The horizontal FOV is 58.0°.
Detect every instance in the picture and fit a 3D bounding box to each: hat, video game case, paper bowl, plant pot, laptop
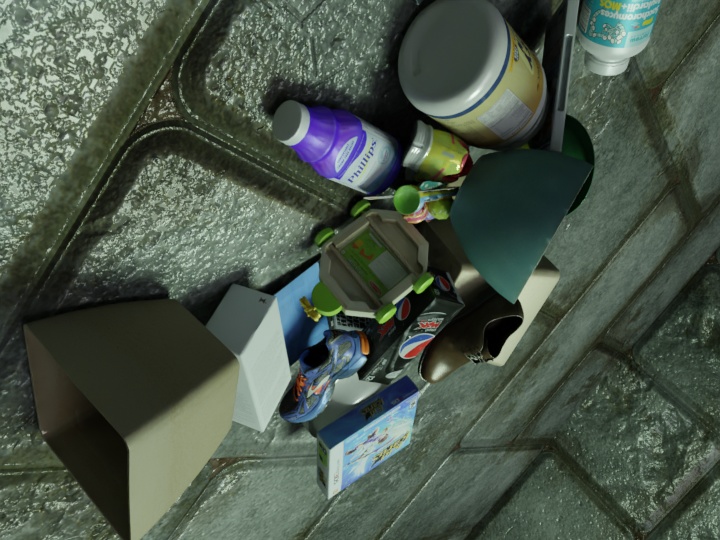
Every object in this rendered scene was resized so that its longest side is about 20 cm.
[{"bbox_3d":[0.253,-0.162,1.021,0.173,0.202,0.168,-1,132,-30],"label":"hat"},{"bbox_3d":[0.012,0.301,1.167,0.197,0.045,0.183,-27,144,-26],"label":"video game case"},{"bbox_3d":[-0.020,0.228,1.189,0.198,0.104,0.203,-29,145,-23],"label":"paper bowl"},{"bbox_3d":[0.197,-0.079,0.859,0.202,0.133,0.201,-54,166,-21],"label":"plant pot"},{"bbox_3d":[0.172,0.018,1.092,0.174,0.201,0.202,6,123,-34],"label":"plant pot"},{"bbox_3d":[0.270,-0.260,0.911,0.143,0.018,0.205,-41,137,-84],"label":"video game case"},{"bbox_3d":[-0.254,0.153,0.769,0.176,0.199,0.203,-29,146,-42],"label":"plant pot"},{"bbox_3d":[-0.035,0.081,0.997,0.189,0.195,0.118,85,16,-51],"label":"laptop"}]

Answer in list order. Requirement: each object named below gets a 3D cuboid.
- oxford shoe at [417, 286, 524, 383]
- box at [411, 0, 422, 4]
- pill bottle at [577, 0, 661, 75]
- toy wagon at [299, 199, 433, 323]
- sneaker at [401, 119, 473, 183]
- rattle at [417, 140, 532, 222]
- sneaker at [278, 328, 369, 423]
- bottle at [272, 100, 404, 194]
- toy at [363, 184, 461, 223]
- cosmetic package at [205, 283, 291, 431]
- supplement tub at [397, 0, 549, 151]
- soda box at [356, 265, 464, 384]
[{"bbox_3d":[0.165,0.111,0.986,0.072,0.085,0.200,32,112,-31],"label":"oxford shoe"},{"bbox_3d":[0.064,-0.399,0.649,0.159,0.046,0.200,-48,148,4],"label":"box"},{"bbox_3d":[0.385,-0.395,0.960,0.110,0.111,0.202,-32,145,-19],"label":"pill bottle"},{"bbox_3d":[0.000,0.000,0.912,0.199,0.156,0.040,-37,164,-12],"label":"toy wagon"},{"bbox_3d":[0.108,-0.148,0.879,0.200,0.089,0.080,-45,154,-78],"label":"sneaker"},{"bbox_3d":[0.173,-0.179,1.032,0.129,0.144,0.200,29,123,-24],"label":"rattle"},{"bbox_3d":[-0.073,0.158,1.015,0.078,0.076,0.201,25,114,-33],"label":"sneaker"},{"bbox_3d":[-0.025,-0.153,0.799,0.198,0.065,0.084,14,113,-54],"label":"bottle"},{"bbox_3d":[0.089,-0.091,0.896,0.199,0.113,0.048,-12,97,-70],"label":"toy"},{"bbox_3d":[-0.157,0.127,0.914,0.202,0.070,0.102,89,22,-48],"label":"cosmetic package"},{"bbox_3d":[0.152,-0.242,0.831,0.198,0.144,0.146,14,116,-54],"label":"supplement tub"},{"bbox_3d":[0.065,0.086,0.986,0.062,0.072,0.201,14,129,-35],"label":"soda box"}]
